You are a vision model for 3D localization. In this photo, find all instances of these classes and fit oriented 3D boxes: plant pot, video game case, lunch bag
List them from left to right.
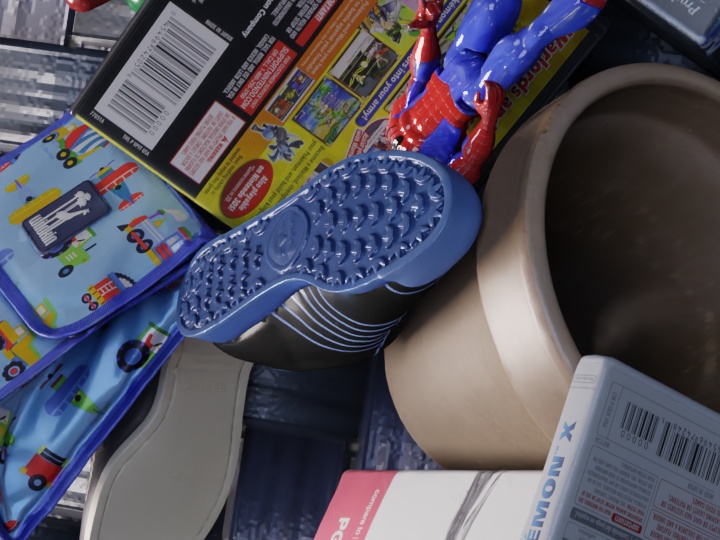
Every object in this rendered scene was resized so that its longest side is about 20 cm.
[{"bbox_3d":[-0.158,0.013,1.217,0.200,0.094,0.151,-44,43,-2],"label":"lunch bag"},{"bbox_3d":[-0.013,-0.097,1.138,0.181,0.026,0.200,36,117,-6],"label":"video game case"},{"bbox_3d":[0.104,0.024,1.118,0.175,0.200,0.200,-27,79,51],"label":"plant pot"},{"bbox_3d":[0.139,0.155,0.991,0.022,0.200,0.182,1,68,55],"label":"video game case"}]

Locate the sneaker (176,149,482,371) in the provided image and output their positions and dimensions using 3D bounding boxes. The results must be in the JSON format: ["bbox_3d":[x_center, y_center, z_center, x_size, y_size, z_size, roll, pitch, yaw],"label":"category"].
[{"bbox_3d":[0.000,0.000,1.101,0.200,0.078,0.070,-19,57,50],"label":"sneaker"}]

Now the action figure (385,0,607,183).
[{"bbox_3d":[0.052,-0.093,1.070,0.065,0.052,0.200,57,131,27],"label":"action figure"}]

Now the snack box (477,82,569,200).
[{"bbox_3d":[0.026,-0.116,1.214,0.142,0.053,0.200,-14,85,15],"label":"snack box"}]

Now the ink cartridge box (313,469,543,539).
[{"bbox_3d":[0.086,0.158,1.088,0.200,0.146,0.085,-9,50,51],"label":"ink cartridge box"}]

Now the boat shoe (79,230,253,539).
[{"bbox_3d":[-0.103,0.073,1.247,0.063,0.073,0.200,29,103,55],"label":"boat shoe"}]

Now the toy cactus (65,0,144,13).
[{"bbox_3d":[-0.061,-0.151,1.173,0.200,0.102,0.165,-15,94,15],"label":"toy cactus"}]

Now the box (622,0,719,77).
[{"bbox_3d":[0.185,-0.204,1.122,0.107,0.148,0.200,39,97,13],"label":"box"}]
